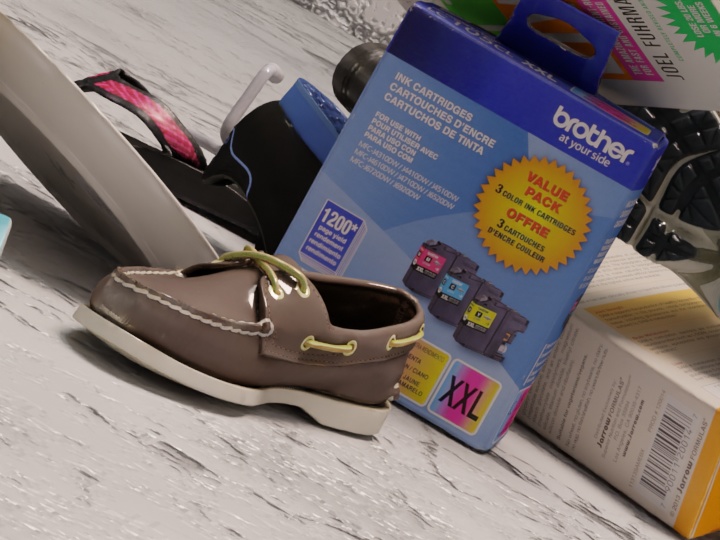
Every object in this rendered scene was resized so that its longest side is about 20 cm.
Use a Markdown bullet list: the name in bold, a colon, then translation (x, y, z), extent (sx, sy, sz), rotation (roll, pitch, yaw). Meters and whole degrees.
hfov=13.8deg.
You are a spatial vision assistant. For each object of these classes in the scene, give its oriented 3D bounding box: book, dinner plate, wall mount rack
- **book**: translation (0.102, -0.132, 1.394), extent (0.200, 0.048, 0.134), rotation (7, -36, 48)
- **dinner plate**: translation (-0.125, -0.049, 1.301), extent (0.200, 0.024, 0.200), rotation (44, -10, 10)
- **wall mount rack**: translation (-0.007, -0.043, 1.711), extent (0.200, 0.075, 0.174), rotation (32, -11, 14)

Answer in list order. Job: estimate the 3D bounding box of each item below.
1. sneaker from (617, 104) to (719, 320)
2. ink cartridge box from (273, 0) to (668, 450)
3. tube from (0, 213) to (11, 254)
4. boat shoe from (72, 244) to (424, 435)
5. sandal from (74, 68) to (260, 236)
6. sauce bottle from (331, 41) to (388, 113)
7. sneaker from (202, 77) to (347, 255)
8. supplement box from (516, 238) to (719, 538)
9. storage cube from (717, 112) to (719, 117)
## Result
- **sneaker**: translation (0.175, -0.024, 1.484), extent (0.200, 0.078, 0.086), rotation (53, 12, 3)
- **ink cartridge box**: translation (0.054, -0.036, 1.398), extent (0.136, 0.200, 0.076), rotation (30, 8, 5)
- **tube**: translation (-0.217, -0.032, 0.989), extent (0.200, 0.050, 0.077), rotation (23, 4, -9)
- **boat shoe**: translation (-0.041, 0.021, 1.212), extent (0.072, 0.060, 0.200), rotation (35, 10, 34)
- **sandal**: translation (-0.110, -0.073, 1.622), extent (0.200, 0.045, 0.075), rotation (27, 8, -13)
- **sauce bottle**: translation (0.048, -0.058, 1.537), extent (0.065, 0.065, 0.200), rotation (22, 14, -42)
- **sneaker**: translation (0.000, 0.000, 1.505), extent (0.200, 0.078, 0.070), rotation (54, 12, 16)
- **supplement box**: translation (0.147, 0.051, 1.530), extent (0.126, 0.074, 0.200), rotation (-8, 33, -44)
- **storage cube**: translation (0.242, 0.016, 1.781), extent (0.180, 0.200, 0.171), rotation (34, 6, -8)
